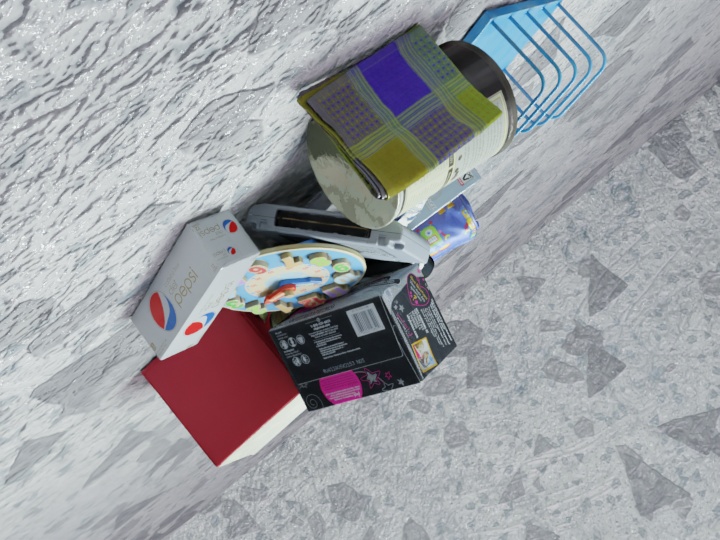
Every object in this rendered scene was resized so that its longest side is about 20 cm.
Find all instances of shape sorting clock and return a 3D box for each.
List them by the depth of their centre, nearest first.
[{"bbox_3d":[-0.091,0.014,1.331,0.199,0.039,0.200,-12,163,-4],"label":"shape sorting clock"}]

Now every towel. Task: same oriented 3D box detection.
[{"bbox_3d":[0.043,-0.168,1.123,0.200,0.144,0.023,-35,172,-31],"label":"towel"}]

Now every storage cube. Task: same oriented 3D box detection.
[{"bbox_3d":[-0.179,0.161,1.592,0.200,0.180,0.171,-42,169,6],"label":"storage cube"}]

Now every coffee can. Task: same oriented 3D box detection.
[{"bbox_3d":[0.060,-0.156,1.223,0.200,0.146,0.146,-34,168,-32],"label":"coffee can"}]

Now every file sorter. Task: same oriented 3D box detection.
[{"bbox_3d":[0.210,-0.258,1.401,0.200,0.123,0.139,-27,163,-49],"label":"file sorter"}]

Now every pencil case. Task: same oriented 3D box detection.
[{"bbox_3d":[0.082,-0.036,1.579,0.200,0.087,0.078,-36,180,5],"label":"pencil case"}]

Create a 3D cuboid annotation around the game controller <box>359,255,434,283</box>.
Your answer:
[{"bbox_3d":[0.000,0.000,1.489,0.199,0.042,0.104,-12,161,23],"label":"game controller"}]

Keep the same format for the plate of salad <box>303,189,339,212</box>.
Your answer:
[{"bbox_3d":[-0.008,-0.116,1.423,0.200,0.048,0.200,-30,169,-6],"label":"plate of salad"}]

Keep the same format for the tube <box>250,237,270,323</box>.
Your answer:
[{"bbox_3d":[-0.136,0.009,1.454,0.058,0.052,0.200,-50,170,-14],"label":"tube"}]

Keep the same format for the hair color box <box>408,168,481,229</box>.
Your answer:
[{"bbox_3d":[0.066,-0.102,1.535,0.200,0.061,0.099,-37,-164,2],"label":"hair color box"}]

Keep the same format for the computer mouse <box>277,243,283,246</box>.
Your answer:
[{"bbox_3d":[-0.103,-0.015,1.564,0.058,0.034,0.200,-28,174,-12],"label":"computer mouse"}]

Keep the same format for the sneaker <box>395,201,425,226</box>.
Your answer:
[{"bbox_3d":[0.043,-0.100,1.361,0.088,0.075,0.200,-46,174,2],"label":"sneaker"}]

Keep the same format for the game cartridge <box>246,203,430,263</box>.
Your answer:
[{"bbox_3d":[-0.022,-0.043,1.307,0.133,0.199,0.042,14,84,-69],"label":"game cartridge"}]

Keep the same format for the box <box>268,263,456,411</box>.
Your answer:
[{"bbox_3d":[0.003,0.089,1.438,0.200,0.133,0.115,-19,-169,36],"label":"box"}]

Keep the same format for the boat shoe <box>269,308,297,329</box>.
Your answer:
[{"bbox_3d":[-0.087,0.058,1.579,0.076,0.072,0.200,-38,-155,12],"label":"boat shoe"}]

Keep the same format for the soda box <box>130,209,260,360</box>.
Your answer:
[{"bbox_3d":[-0.195,0.020,1.255,0.064,0.068,0.200,-25,162,-44],"label":"soda box"}]
